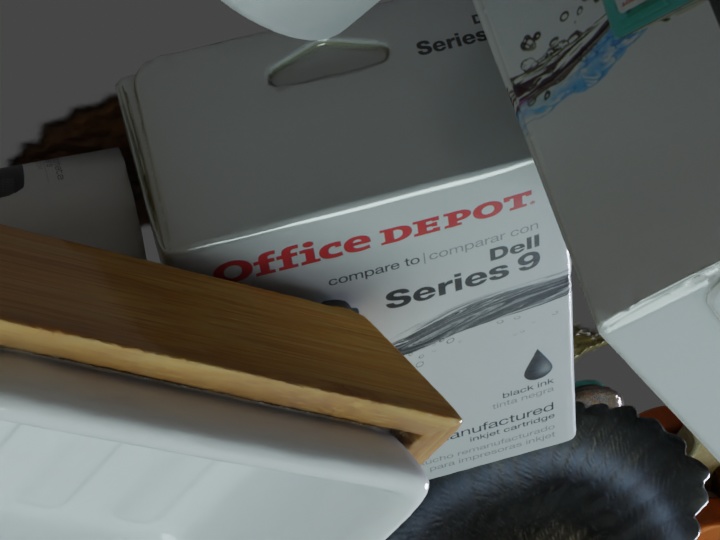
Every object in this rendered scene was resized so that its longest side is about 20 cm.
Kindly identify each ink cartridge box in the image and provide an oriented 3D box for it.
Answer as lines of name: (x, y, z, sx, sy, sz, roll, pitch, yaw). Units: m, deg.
ink cartridge box: (0.000, 0.000, 0.856, 0.145, 0.084, 0.200, -15, 146, -3)
ink cartridge box: (0.132, -0.063, 0.718, 0.146, 0.200, 0.147, -27, 146, 15)

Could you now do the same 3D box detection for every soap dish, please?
soap dish: (-0.091, 0.062, 0.761, 0.200, 0.081, 0.157, 15, 135, -35)

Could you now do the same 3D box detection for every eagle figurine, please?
eagle figurine: (0.051, 0.156, 0.952, 0.152, 0.151, 0.200, -29, -178, 38)

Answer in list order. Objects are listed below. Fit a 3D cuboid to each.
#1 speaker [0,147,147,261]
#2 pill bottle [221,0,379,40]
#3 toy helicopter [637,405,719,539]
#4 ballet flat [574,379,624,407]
speaker: (-0.171, 0.013, 0.803, 0.199, 0.081, 0.081, -11, 146, -9)
pill bottle: (0.028, -0.158, 0.612, 0.114, 0.114, 0.200, 20, 132, -42)
toy helicopter: (0.213, 0.061, 1.054, 0.132, 0.079, 0.200, 8, 127, -23)
ballet flat: (0.052, 0.129, 1.076, 0.200, 0.067, 0.068, -37, 148, 24)
